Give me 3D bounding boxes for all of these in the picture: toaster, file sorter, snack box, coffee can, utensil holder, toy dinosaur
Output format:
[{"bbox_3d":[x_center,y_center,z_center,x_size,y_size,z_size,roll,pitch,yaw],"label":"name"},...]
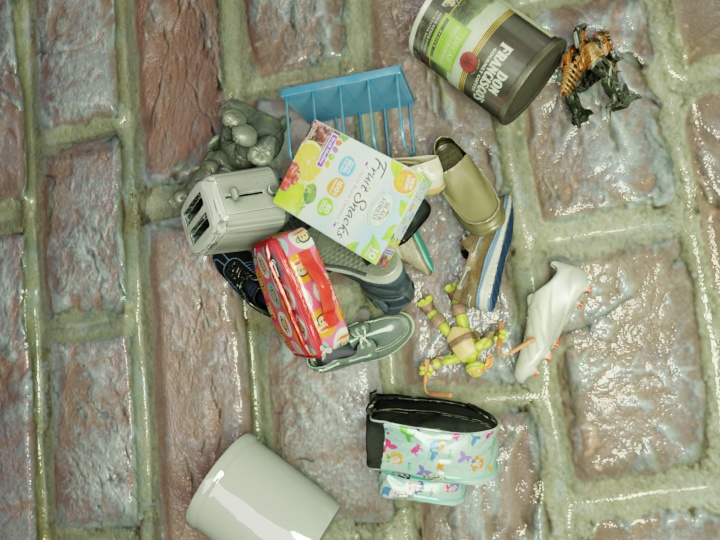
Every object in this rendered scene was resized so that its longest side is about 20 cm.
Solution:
[{"bbox_3d":[-0.216,-0.094,0.912,0.200,0.128,0.114,-28,77,53],"label":"toaster"},{"bbox_3d":[-0.012,-0.239,0.911,0.198,0.139,0.124,-7,86,14],"label":"file sorter"},{"bbox_3d":[-0.016,-0.116,0.802,0.199,0.053,0.143,32,99,21],"label":"snack box"},{"bbox_3d":[0.197,-0.350,0.859,0.200,0.146,0.147,42,97,14],"label":"coffee can"},{"bbox_3d":[-0.154,0.398,0.895,0.199,0.170,0.171,31,94,12],"label":"utensil holder"},{"bbox_3d":[0.337,-0.295,0.819,0.199,0.102,0.136,-34,107,-19],"label":"toy dinosaur"}]

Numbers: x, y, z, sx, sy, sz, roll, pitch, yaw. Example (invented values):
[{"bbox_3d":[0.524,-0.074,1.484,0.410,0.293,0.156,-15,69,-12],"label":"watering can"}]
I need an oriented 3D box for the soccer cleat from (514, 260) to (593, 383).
[{"bbox_3d":[0.285,0.080,0.852,0.077,0.069,0.201,31,87,19],"label":"soccer cleat"}]

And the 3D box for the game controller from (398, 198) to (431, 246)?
[{"bbox_3d":[0.015,-0.103,0.878,0.199,0.042,0.104,26,54,34],"label":"game controller"}]

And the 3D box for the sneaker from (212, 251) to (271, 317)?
[{"bbox_3d":[-0.197,0.016,0.974,0.199,0.078,0.070,34,95,14],"label":"sneaker"}]

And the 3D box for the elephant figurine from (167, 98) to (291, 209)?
[{"bbox_3d":[-0.234,-0.196,0.979,0.200,0.154,0.142,-46,38,33],"label":"elephant figurine"}]

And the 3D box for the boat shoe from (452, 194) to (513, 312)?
[{"bbox_3d":[0.194,-0.036,0.858,0.072,0.072,0.201,9,65,24],"label":"boat shoe"}]

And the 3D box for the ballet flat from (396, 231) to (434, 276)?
[{"bbox_3d":[0.063,-0.072,0.922,0.067,0.068,0.201,-24,71,16],"label":"ballet flat"}]

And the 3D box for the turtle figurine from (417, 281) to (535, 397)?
[{"bbox_3d":[0.169,0.103,0.877,0.199,0.064,0.162,-33,68,26],"label":"turtle figurine"}]

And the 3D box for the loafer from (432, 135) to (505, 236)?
[{"bbox_3d":[0.160,-0.137,0.860,0.076,0.067,0.201,-35,52,12],"label":"loafer"}]

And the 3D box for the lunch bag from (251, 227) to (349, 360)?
[{"bbox_3d":[-0.090,0.036,0.843,0.082,0.176,0.201,-25,97,-26],"label":"lunch bag"}]

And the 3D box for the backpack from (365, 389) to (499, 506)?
[{"bbox_3d":[0.111,0.265,0.828,0.198,0.178,0.152,-2,89,5],"label":"backpack"}]

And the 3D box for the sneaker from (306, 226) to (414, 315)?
[{"bbox_3d":[0.000,0.002,0.901,0.202,0.146,0.077,25,75,33],"label":"sneaker"}]

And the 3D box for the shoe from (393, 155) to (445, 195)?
[{"bbox_3d":[0.036,-0.157,0.859,0.199,0.054,0.070,6,44,22],"label":"shoe"}]

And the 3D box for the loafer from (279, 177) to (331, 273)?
[{"bbox_3d":[-0.107,-0.080,0.961,0.070,0.068,0.201,-46,73,18],"label":"loafer"}]

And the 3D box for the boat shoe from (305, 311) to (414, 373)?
[{"bbox_3d":[-0.003,0.125,0.924,0.199,0.062,0.073,-22,81,13],"label":"boat shoe"}]
